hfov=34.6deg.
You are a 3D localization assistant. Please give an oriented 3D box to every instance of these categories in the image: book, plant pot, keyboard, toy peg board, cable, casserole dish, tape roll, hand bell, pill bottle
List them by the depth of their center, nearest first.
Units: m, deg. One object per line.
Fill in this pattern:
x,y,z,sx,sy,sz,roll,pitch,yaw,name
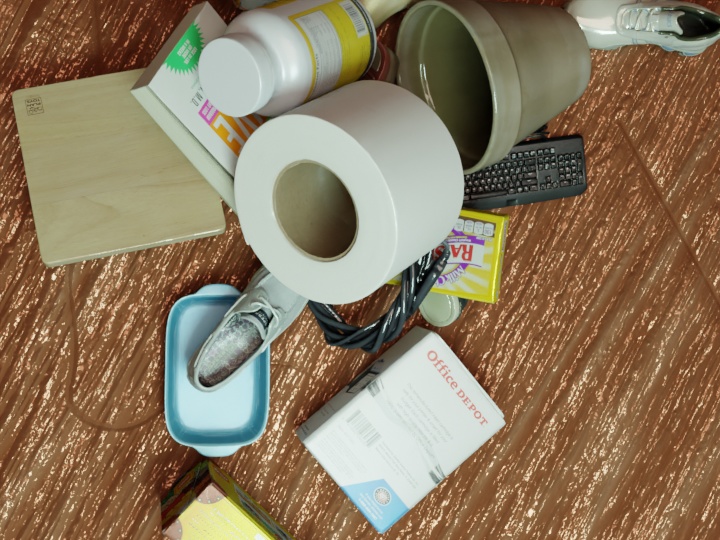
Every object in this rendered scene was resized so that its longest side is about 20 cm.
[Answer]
-0.011,-0.083,1.198,0.139,0.202,0.203,-34,101,-48,tape roll
-0.077,-0.227,1.218,0.200,0.112,0.112,-34,101,-49,pill bottle
-0.143,-0.170,1.250,0.200,0.048,0.134,49,54,-32,book
-0.270,-0.110,1.304,0.199,0.098,0.200,-12,79,-11,toy peg board
0.000,0.000,1.329,0.163,0.051,0.200,38,113,12,cable
0.163,-0.231,1.334,0.173,0.200,0.200,-21,97,-26,plant pot
-0.031,-0.267,1.343,0.104,0.104,0.200,39,97,-10,hand bell
-0.168,0.115,1.349,0.121,0.039,0.201,0,92,-11,casserole dish
0.181,-0.129,1.404,0.199,0.040,0.104,-10,95,-11,keyboard

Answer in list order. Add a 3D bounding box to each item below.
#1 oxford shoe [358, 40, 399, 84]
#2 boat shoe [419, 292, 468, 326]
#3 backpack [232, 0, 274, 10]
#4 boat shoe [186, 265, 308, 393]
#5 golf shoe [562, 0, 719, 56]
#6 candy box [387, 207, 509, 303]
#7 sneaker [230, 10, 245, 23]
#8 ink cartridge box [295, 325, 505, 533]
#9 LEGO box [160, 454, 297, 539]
-0.012,-0.171,1.351,0.070,0.075,0.200,40,106,24,oxford shoe
0.093,-0.037,1.381,0.066,0.074,0.200,-21,96,-52,boat shoe
-0.107,-0.398,1.270,0.175,0.153,0.200,-24,60,-7,backpack
-0.117,0.060,1.301,0.070,0.072,0.201,42,84,-11,boat shoe
0.346,-0.306,1.398,0.199,0.097,0.079,1,94,-9,golf shoe
0.068,-0.029,1.337,0.200,0.026,0.103,10,105,20,candy box
-0.104,-0.283,1.316,0.075,0.088,0.200,44,84,-8,sneaker
0.046,0.185,1.369,0.200,0.086,0.147,-40,100,-8,ink cartridge box
-0.129,0.315,1.310,0.200,0.149,0.077,45,85,-9,LEGO box
